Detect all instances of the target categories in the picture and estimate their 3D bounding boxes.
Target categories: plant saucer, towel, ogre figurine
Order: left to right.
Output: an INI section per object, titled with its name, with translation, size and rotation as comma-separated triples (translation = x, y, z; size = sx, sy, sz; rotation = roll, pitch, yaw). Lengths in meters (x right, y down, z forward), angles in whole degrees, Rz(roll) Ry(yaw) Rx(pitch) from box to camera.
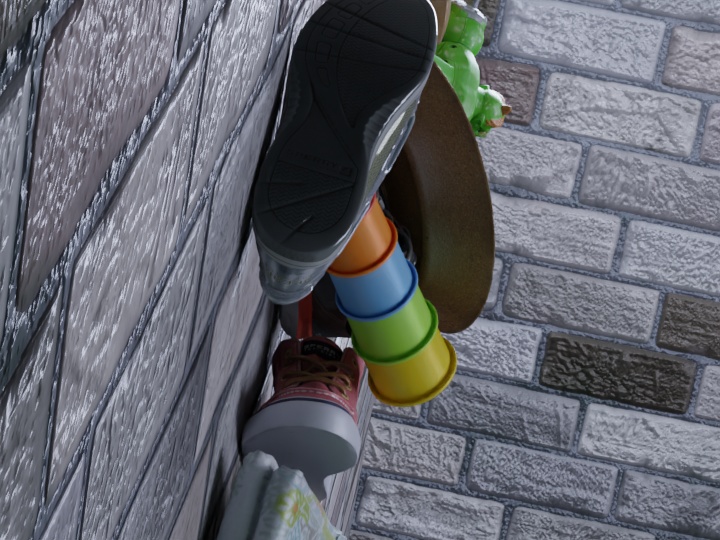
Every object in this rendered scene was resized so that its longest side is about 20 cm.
[towel]
translation = -0.063, 0.220, 1.395
size = 0.171, 0.048, 0.201
rotation = 64, 39, -65
[plant saucer]
translation = 0.022, -0.052, 1.566
size = 0.200, 0.035, 0.201
rotation = 42, -40, 50
[ogre figurine]
translation = 0.037, -0.112, 1.694
size = 0.120, 0.098, 0.201
rotation = -25, -152, 50

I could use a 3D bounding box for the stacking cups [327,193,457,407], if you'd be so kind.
[stacking cups]
translation = 0.000, 0.000, 1.451
size = 0.200, 0.060, 0.061
rotation = 62, 31, -44

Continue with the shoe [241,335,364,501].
[shoe]
translation = -0.034, 0.080, 1.501
size = 0.200, 0.071, 0.092
rotation = 108, -8, -73

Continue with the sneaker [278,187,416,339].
[sneaker]
translation = -0.001, -0.033, 1.510
size = 0.201, 0.081, 0.077
rotation = 98, 4, -47

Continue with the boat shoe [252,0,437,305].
[boat shoe]
translation = -0.012, -0.074, 1.300
size = 0.065, 0.074, 0.203
rotation = 108, 0, -55

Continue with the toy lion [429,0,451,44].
[toy lion]
translation = 0.035, -0.259, 1.640
size = 0.192, 0.068, 0.201
rotation = -87, -175, -56
